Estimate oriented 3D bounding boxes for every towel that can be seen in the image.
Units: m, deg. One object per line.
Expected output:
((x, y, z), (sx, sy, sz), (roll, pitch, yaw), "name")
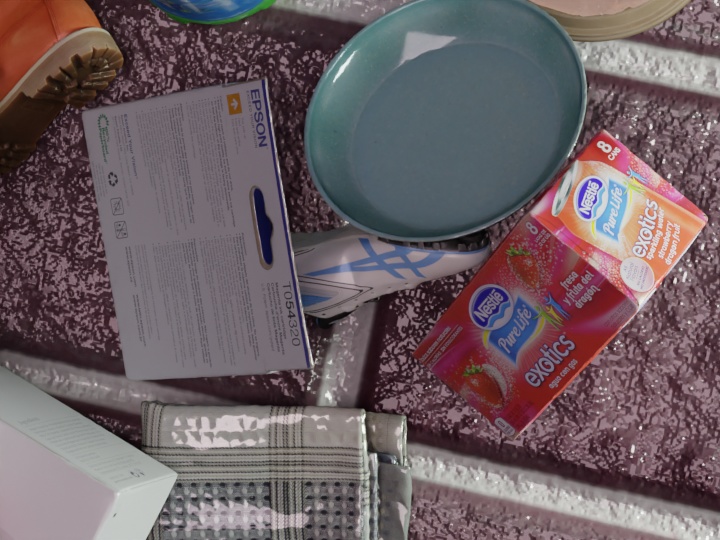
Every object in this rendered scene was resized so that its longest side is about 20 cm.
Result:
((-0.062, 0.190, 1.679), (0.199, 0.035, 0.194), (2, 95, 8), "towel")

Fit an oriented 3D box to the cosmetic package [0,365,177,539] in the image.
((-0.271, 0.185, 1.654), (0.200, 0.123, 0.200), (30, 99, 13), "cosmetic package")

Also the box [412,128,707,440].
((0.129, 0.012, 1.548), (0.095, 0.100, 0.200), (41, 144, 3), "box")

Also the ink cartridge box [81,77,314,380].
((-0.103, -0.026, 1.610), (0.199, 0.043, 0.197), (-5, 95, 44), "ink cartridge box")

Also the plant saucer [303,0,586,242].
((0.061, -0.099, 1.594), (0.199, 0.036, 0.201), (-9, 59, 16), "plant saucer")

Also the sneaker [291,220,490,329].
((0.000, 0.000, 1.627), (0.199, 0.072, 0.073), (-7, 110, 24), "sneaker")

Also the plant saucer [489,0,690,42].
((0.157, -0.257, 1.608), (0.199, 0.029, 0.201), (1, 95, 9), "plant saucer")

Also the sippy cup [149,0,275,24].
((-0.114, -0.237, 1.598), (0.140, 0.130, 0.178), (45, 99, 2), "sippy cup")

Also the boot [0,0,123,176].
((-0.268, -0.134, 1.670), (0.200, 0.075, 0.107), (-38, 70, 15), "boot")
